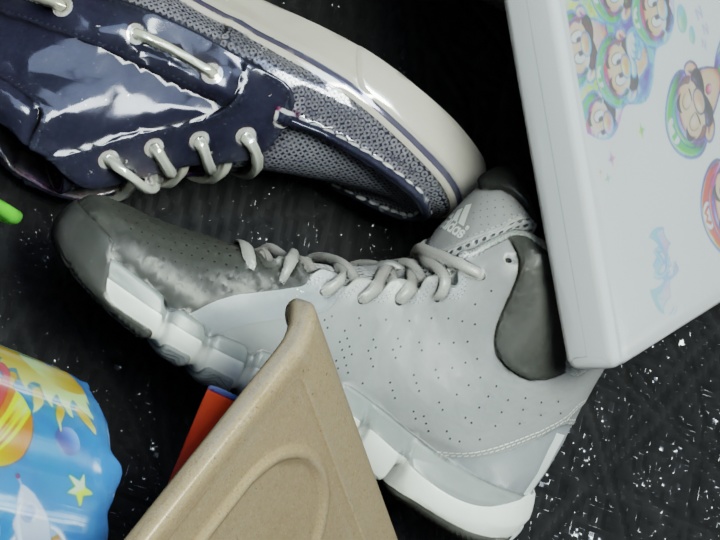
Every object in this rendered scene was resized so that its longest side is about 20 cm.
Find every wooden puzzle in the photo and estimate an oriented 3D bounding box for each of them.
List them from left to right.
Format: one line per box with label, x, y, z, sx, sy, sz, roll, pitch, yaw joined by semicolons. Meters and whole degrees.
wooden puzzle;-0.055;0.132;0.928;0.046;0.185;0.200;17;57;28

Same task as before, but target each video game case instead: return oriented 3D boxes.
video game case;0.106;-0.085;1.032;0.182;0.024;0.201;-26;109;-55

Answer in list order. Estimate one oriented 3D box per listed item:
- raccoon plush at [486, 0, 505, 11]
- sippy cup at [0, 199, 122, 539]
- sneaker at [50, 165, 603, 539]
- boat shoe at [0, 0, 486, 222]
raccoon plush;0.045;-0.106;1.070;0.134;0.097;0.200;-34;90;-20
sippy cup;-0.151;0.068;0.911;0.130;0.178;0.140;14;37;-31
sneaker;0.000;0.000;1.002;0.200;0.075;0.116;33;96;-22
boat shoe;-0.060;-0.050;1.019;0.200;0.075;0.093;30;70;-4
